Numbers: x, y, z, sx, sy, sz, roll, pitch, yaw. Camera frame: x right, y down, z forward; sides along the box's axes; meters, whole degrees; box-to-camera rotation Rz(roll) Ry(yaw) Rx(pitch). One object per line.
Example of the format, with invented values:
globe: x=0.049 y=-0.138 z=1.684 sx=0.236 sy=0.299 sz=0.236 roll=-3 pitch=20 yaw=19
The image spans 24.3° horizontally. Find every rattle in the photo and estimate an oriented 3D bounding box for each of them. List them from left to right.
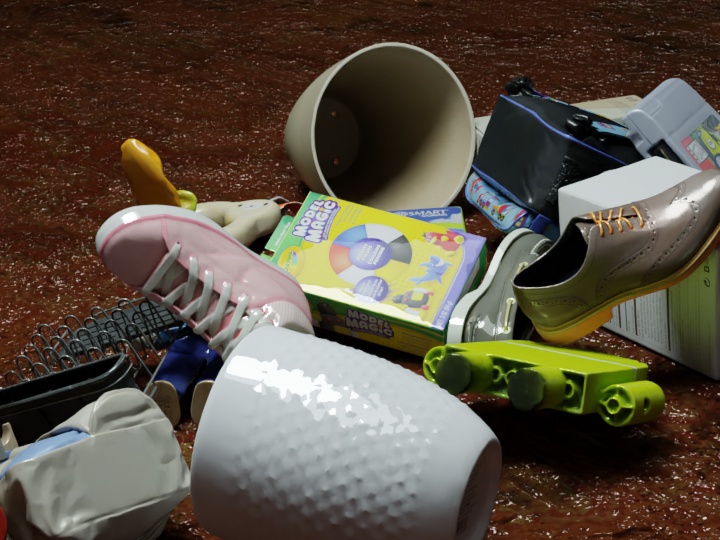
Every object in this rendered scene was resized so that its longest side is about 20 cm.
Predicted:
rattle: x=-0.142 y=-0.087 z=1.706 sx=0.198 sy=0.144 sz=0.130 roll=-20 pitch=7 yaw=-21

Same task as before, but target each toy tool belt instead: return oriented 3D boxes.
toy tool belt: x=-0.220 y=0.162 z=1.144 sx=0.199 sy=0.126 sz=0.123 roll=-19 pitch=-5 yaw=-41

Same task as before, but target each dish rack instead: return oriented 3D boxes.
dish rack: x=-0.218 y=0.068 z=1.357 sx=0.152 sy=0.055 sz=0.201 roll=-15 pitch=25 yaw=22

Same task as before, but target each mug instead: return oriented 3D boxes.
mug: x=0.007 y=0.133 z=1.131 sx=0.174 sy=0.149 sz=0.200 roll=15 pitch=-2 yaw=21

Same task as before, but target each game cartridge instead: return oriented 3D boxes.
game cartridge: x=0.334 y=-0.089 z=1.572 sx=0.041 sy=0.200 sz=0.133 roll=-41 pitch=-2 yaw=31

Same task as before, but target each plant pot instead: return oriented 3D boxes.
plant pot: x=-0.004 y=-0.144 z=1.793 sx=0.185 sy=0.190 sz=0.200 roll=-13 pitch=9 yaw=-23

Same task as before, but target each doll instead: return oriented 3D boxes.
doll: x=-0.132 y=0.068 z=1.422 sx=0.135 sy=0.049 sz=0.200 roll=0 pitch=22 yaw=9

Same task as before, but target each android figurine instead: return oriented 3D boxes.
android figurine: x=0.143 y=0.083 z=1.278 sx=0.180 sy=0.042 sz=0.199 roll=10 pitch=3 yaw=30

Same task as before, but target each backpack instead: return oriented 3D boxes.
backpack: x=0.224 y=-0.082 z=1.620 sx=0.198 sy=0.136 sz=0.183 roll=18 pitch=13 yaw=-25

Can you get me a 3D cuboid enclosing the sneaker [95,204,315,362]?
sneaker: x=-0.114 y=0.022 z=1.328 sx=0.199 sy=0.075 sz=0.105 roll=26 pitch=25 yaw=-34

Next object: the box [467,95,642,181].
box: x=0.216 y=-0.122 z=1.783 sx=0.198 sy=0.096 sz=0.078 roll=-8 pitch=21 yaw=-12

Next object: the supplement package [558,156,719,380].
supplement package: x=0.278 y=-0.007 z=1.438 sx=0.120 sy=0.121 sz=0.199 roll=-18 pitch=26 yaw=-28

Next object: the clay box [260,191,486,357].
clay box: x=0.000 y=0.000 z=1.471 sx=0.198 sy=0.048 sz=0.115 roll=15 pitch=51 yaw=16

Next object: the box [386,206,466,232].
box: x=0.044 y=-0.011 z=1.594 sx=0.120 sy=0.048 sz=0.200 roll=-3 pitch=22 yaw=1

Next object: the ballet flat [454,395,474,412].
ballet flat: x=-0.005 y=0.121 z=1.269 sx=0.198 sy=0.070 sz=0.063 roll=5 pitch=-5 yaw=15

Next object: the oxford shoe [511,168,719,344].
oxford shoe: x=0.210 y=-0.021 z=1.319 sx=0.199 sy=0.073 sz=0.072 roll=-38 pitch=38 yaw=8

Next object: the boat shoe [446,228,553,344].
boat shoe: x=0.135 y=0.026 z=1.453 sx=0.060 sy=0.073 sz=0.202 roll=7 pitch=30 yaw=23
